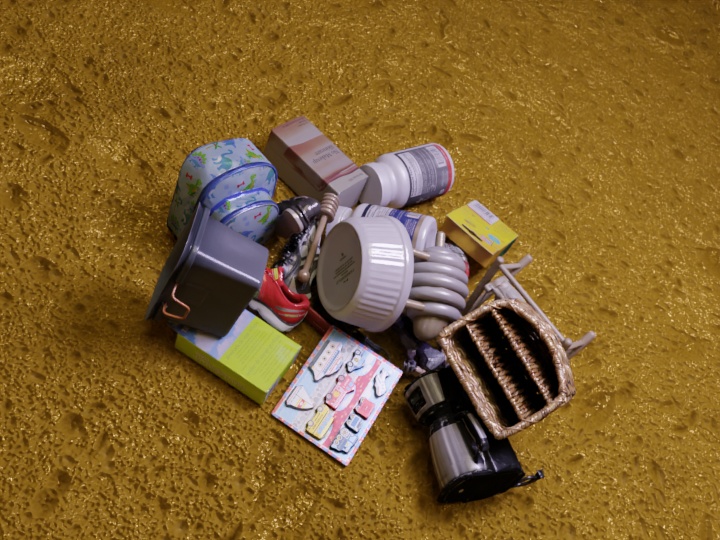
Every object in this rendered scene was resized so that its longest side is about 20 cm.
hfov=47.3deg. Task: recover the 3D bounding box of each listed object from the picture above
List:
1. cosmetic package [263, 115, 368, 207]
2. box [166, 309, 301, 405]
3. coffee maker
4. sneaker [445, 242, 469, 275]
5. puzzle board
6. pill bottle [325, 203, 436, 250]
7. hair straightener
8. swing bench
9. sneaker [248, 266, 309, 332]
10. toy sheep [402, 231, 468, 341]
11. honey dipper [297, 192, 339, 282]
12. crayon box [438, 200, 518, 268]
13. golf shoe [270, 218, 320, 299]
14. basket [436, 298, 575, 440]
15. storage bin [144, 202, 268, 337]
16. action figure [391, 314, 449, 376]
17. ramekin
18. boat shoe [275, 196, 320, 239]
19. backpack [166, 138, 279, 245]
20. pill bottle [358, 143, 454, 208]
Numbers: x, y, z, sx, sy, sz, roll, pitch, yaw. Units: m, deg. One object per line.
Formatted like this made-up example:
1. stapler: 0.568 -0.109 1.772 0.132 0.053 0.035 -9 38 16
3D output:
1. cosmetic package: -0.093 -0.208 1.670 0.200 0.088 0.103 43 47 14
2. box: -0.212 0.120 1.367 0.198 0.048 0.122 33 45 6
3. coffee maker: 0.182 0.273 1.383 0.191 0.134 0.202 21 41 -45
4. sneaker: 0.169 0.022 1.610 0.106 0.068 0.203 4 48 -18
5. puzzle board: -0.035 0.203 1.376 0.150 0.017 0.201 33 56 4
6. pill bottle: 0.038 -0.065 1.565 0.197 0.112 0.112 12 43 18
7. hair straightener: -0.011 0.113 1.468 0.199 0.041 0.077 37 46 13
8. swing bench: 0.274 0.112 1.482 0.129 0.201 0.200 -4 50 -52
9. sneaker: -0.170 0.018 1.414 0.199 0.085 0.077 37 20 -20
10. toy sheep: 0.127 0.026 1.449 0.136 0.138 0.203 14 77 -13
11. honey dipper: -0.080 -0.060 1.493 0.037 0.038 0.202 22 51 -5
12. crayon box: 0.240 -0.075 1.692 0.127 0.051 0.199 41 25 12
13. golf shoe: -0.100 -0.019 1.531 0.094 0.078 0.201 41 45 -14
14. basket: 0.245 0.148 1.326 0.148 0.142 0.202 2 55 -59
15. storage bin: -0.237 0.019 1.283 0.133 0.200 0.147 23 45 -17
16. action figure: 0.103 0.131 1.490 0.201 0.070 0.129 50 40 14
17. ramekin: 0.000 0.000 1.426 0.093 0.203 0.205 9 48 -31
18. boat shoe: -0.122 -0.099 1.505 0.057 0.200 0.067 -34 103 -16
19. backpack: -0.230 -0.120 1.447 0.181 0.202 0.147 -22 58 -37
20. pill bottle: 0.091 -0.194 1.723 0.198 0.116 0.116 -18 61 -34
